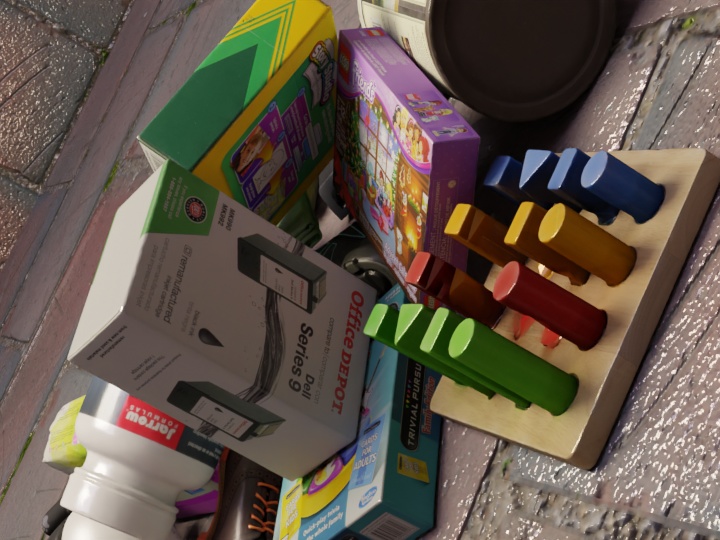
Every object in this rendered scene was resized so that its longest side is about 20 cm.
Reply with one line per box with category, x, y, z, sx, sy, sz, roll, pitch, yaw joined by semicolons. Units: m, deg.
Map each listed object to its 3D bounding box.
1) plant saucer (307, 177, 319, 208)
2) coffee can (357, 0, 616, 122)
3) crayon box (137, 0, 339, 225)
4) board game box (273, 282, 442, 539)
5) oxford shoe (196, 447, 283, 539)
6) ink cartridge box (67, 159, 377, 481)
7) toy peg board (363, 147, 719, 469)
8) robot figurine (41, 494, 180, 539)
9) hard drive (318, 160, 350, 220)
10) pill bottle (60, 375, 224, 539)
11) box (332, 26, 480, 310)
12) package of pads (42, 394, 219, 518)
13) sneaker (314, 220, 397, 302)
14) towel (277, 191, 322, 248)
plant saucer;-0.097;-0.082;1.534;0.200;0.048;0.201;-42;28;41
coffee can;0.091;-0.205;1.107;0.148;0.145;0.200;-59;21;6
crayon box;-0.084;-0.111;1.147;0.173;0.058;0.200;-52;-17;-15
board game box;-0.001;0.126;1.055;0.151;0.047;0.202;-43;28;40
oxford shoe;-0.080;0.190;1.143;0.072;0.070;0.203;17;89;63
ink cartridge box;-0.092;0.038;1.035;0.084;0.199;0.147;-37;32;41
toy peg board;0.101;-0.001;0.905;0.201;0.097;0.200;-65;21;-7
robot figurine;-0.244;0.291;1.320;0.200;0.150;0.125;-48;8;33
hard drive;0.023;-0.158;1.353;0.200;0.042;0.136;-51;23;28
pill bottle;-0.158;0.108;1.138;0.119;0.119;0.202;-5;62;65
box;0.028;-0.080;1.069;0.200;0.039;0.139;-123;31;-53
package of pads;-0.194;0.166;1.307;0.199;0.153;0.069;-26;40;57
sneaker;0.000;0.000;1.201;0.199;0.075;0.080;-15;34;57
towel;-0.125;-0.008;1.274;0.200;0.031;0.150;-41;32;10
